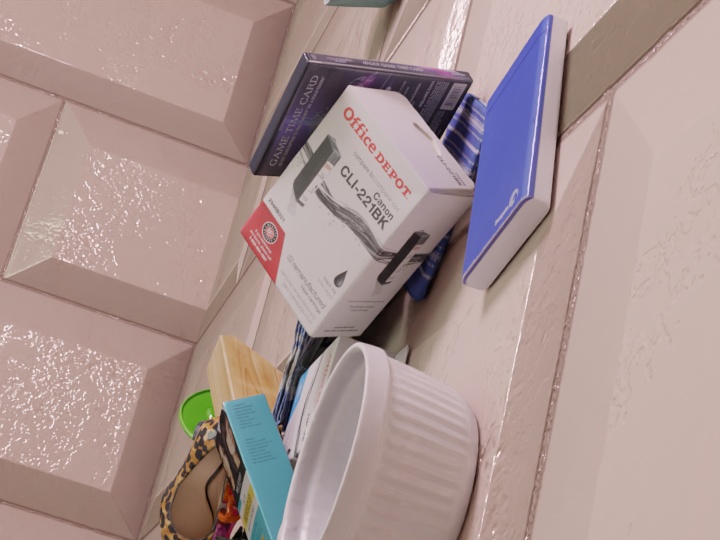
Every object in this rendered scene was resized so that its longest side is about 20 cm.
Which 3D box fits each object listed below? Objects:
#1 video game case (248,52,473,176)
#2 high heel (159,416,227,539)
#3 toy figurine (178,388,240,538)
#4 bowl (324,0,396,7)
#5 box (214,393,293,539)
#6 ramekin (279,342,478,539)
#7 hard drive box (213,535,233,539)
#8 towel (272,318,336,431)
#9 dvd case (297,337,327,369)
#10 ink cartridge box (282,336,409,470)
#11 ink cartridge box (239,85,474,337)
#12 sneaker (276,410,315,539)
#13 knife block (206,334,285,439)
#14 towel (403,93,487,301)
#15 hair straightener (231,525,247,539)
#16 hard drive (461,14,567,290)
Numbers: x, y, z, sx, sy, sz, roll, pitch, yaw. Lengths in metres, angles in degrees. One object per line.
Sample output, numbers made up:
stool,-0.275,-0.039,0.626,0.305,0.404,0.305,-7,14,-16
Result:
video game case,0.001,-0.147,1.408,0.144,0.198,0.019,-59,43,36
high heel,-0.188,0.271,1.661,0.142,0.070,0.203,160,121,-71
toy figurine,-0.180,0.288,1.870,0.201,0.148,0.186,-117,38,-56
bowl,0.026,-0.482,2.156,0.201,0.104,0.203,-161,90,-79
box,-0.095,0.234,1.453,0.083,0.049,0.201,106,147,-49
ramekin,0.015,0.168,1.120,0.200,0.104,0.203,-160,90,-79
hard drive box,-0.165,0.436,1.652,0.201,0.076,0.157,-97,27,-65
towel,-0.048,0.078,1.614,0.147,0.024,0.203,-5,-70,-72
dvd case,0.000,0.000,1.548,0.200,0.016,0.149,-55,-5,-47
ink cartridge box,-0.021,0.142,1.444,0.200,0.066,0.117,130,157,-64
ink cartridge box,-0.004,-0.056,1.365,0.200,0.083,0.145,-50,62,26
sneaker,-0.021,0.183,1.313,0.081,0.076,0.202,30,93,57
knife block,-0.144,0.185,1.733,0.175,0.199,0.064,-35,-24,-54
towel,0.080,-0.078,1.424,0.145,0.024,0.202,-114,43,-73
hair straightener,-0.154,0.367,1.856,0.077,0.041,0.200,-52,-1,-16
hard drive,0.131,-0.101,1.198,0.132,0.025,0.202,123,162,-52
